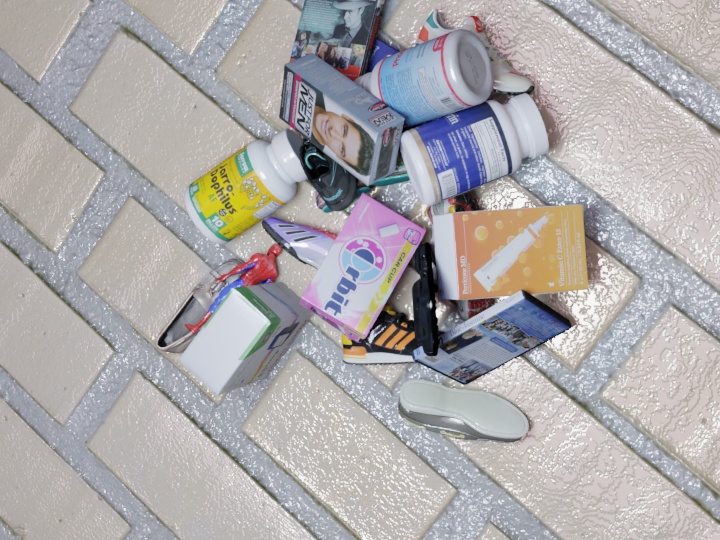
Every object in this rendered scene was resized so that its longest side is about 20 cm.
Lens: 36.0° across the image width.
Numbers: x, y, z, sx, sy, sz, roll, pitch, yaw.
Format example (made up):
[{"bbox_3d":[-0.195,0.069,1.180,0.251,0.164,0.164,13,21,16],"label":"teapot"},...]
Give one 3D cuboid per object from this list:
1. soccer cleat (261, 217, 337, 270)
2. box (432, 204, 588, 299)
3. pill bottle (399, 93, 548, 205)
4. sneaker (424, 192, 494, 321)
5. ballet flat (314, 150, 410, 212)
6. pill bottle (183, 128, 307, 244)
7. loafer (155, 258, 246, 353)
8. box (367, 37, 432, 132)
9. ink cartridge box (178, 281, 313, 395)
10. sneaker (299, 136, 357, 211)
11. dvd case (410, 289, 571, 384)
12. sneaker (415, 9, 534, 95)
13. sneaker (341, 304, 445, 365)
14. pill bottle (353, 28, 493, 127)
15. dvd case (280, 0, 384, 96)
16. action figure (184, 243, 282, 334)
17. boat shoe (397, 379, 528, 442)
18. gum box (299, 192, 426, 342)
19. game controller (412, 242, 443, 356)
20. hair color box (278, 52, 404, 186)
[{"bbox_3d":[-0.066,-0.038,1.756,0.200,0.068,0.073,34,89,13],"label":"soccer cleat"},{"bbox_3d":[0.215,-0.026,1.594,0.199,0.097,0.125,-5,90,-13],"label":"box"},{"bbox_3d":[0.166,-0.180,1.619,0.199,0.116,0.116,-21,85,-4],"label":"pill bottle"},{"bbox_3d":[0.150,-0.018,1.684,0.082,0.078,0.201,-11,91,43],"label":"sneaker"},{"bbox_3d":[0.013,-0.153,1.723,0.199,0.069,0.072,-19,80,22],"label":"ballet flat"},{"bbox_3d":[-0.173,-0.137,1.760,0.199,0.113,0.113,-32,82,17],"label":"pill bottle"},{"bbox_3d":[-0.261,0.064,1.821,0.072,0.063,0.200,45,104,12],"label":"loafer"},{"bbox_3d":[0.045,-0.281,1.725,0.199,0.032,0.122,31,101,14],"label":"box"},{"bbox_3d":[-0.172,0.101,1.721,0.087,0.200,0.146,40,102,10],"label":"ink cartridge box"},{"bbox_3d":[-0.055,-0.187,1.704,0.075,0.079,0.201,-33,51,21],"label":"sneaker"},{"bbox_3d":[0.192,0.102,1.620,0.200,0.142,0.018,-32,53,25],"label":"dvd case"},{"bbox_3d":[0.175,-0.329,1.657,0.199,0.070,0.094,24,105,19],"label":"sneaker"},{"bbox_3d":[0.061,0.096,1.709,0.199,0.070,0.091,-6,93,21],"label":"sneaker"},{"bbox_3d":[0.086,-0.272,1.617,0.199,0.108,0.109,-13,87,39],"label":"pill bottle"},{"bbox_3d":[-0.042,-0.357,1.731,0.145,0.022,0.201,15,93,33],"label":"dvd case"},{"bbox_3d":[-0.197,0.032,1.778,0.200,0.052,0.065,-46,120,-11],"label":"action figure"},{"bbox_3d":[0.155,0.222,1.687,0.201,0.072,0.060,15,137,6],"label":"boat shoe"},{"bbox_3d":[0.000,0.000,1.679,0.113,0.066,0.201,30,78,0],"label":"gum box"},{"bbox_3d":[0.098,0.038,1.597,0.042,0.200,0.105,4,116,-1],"label":"game controller"},{"bbox_3d":[-0.031,-0.224,1.632,0.200,0.061,0.099,39,140,27],"label":"hair color box"}]
